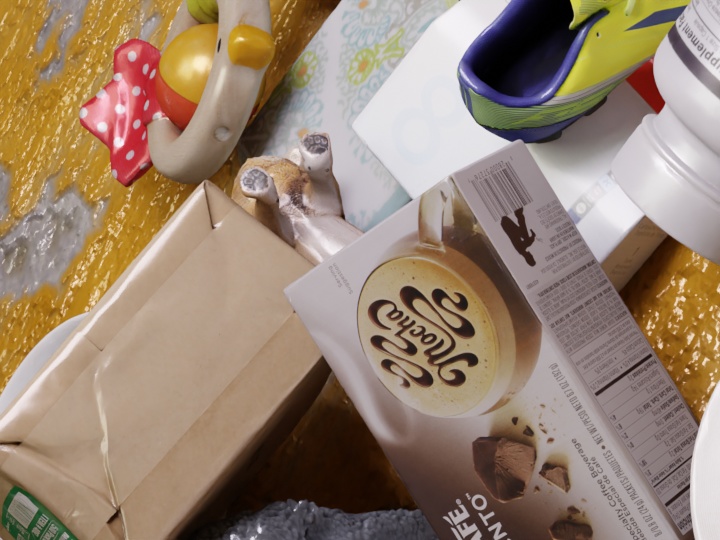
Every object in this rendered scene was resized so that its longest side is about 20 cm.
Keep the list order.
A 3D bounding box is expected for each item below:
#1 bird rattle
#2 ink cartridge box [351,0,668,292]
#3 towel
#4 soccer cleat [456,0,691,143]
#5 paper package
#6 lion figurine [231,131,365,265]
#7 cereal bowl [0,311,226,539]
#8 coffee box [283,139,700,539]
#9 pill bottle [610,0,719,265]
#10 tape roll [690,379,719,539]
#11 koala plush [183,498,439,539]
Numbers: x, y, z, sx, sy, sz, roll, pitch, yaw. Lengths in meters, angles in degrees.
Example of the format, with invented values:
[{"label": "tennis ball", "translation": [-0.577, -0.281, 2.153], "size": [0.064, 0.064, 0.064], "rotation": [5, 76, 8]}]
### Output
[{"label": "bird rattle", "translation": [-0.098, -0.120, 1.651], "size": [0.200, 0.112, 0.163], "rotation": [-53, 26, 25]}, {"label": "ink cartridge box", "translation": [0.108, -0.090, 1.418], "size": [0.160, 0.047, 0.200], "rotation": [50, 115, 27]}, {"label": "towel", "translation": [0.018, -0.082, 1.573], "size": [0.200, 0.048, 0.171], "rotation": [-51, 38, 22]}, {"label": "soccer cleat", "translation": [0.130, -0.136, 1.360], "size": [0.200, 0.084, 0.065], "rotation": [-41, 63, 8]}, {"label": "paper package", "translation": [-0.100, 0.075, 1.440], "size": [0.191, 0.103, 0.200], "rotation": [-50, -3, -16]}, {"label": "lion figurine", "translation": [0.000, 0.000, 1.461], "size": [0.072, 0.123, 0.200], "rotation": [-37, 64, -15]}, {"label": "cereal bowl", "translation": [-0.138, 0.127, 1.633], "size": [0.200, 0.083, 0.201], "rotation": [-27, 53, 42]}, {"label": "coffee box", "translation": [0.072, 0.058, 1.319], "size": [0.113, 0.080, 0.200], "rotation": [-33, 87, 33]}, {"label": "pill bottle", "translation": [0.204, -0.101, 1.293], "size": [0.200, 0.111, 0.112], "rotation": [-54, 39, 19]}, {"label": "tape roll", "translation": [0.232, 0.091, 1.143], "size": [0.202, 0.037, 0.203], "rotation": [-6, 65, 13]}, {"label": "koala plush", "translation": [-0.056, 0.217, 1.433], "size": [0.200, 0.183, 0.178], "rotation": [-39, 44, 50]}]
